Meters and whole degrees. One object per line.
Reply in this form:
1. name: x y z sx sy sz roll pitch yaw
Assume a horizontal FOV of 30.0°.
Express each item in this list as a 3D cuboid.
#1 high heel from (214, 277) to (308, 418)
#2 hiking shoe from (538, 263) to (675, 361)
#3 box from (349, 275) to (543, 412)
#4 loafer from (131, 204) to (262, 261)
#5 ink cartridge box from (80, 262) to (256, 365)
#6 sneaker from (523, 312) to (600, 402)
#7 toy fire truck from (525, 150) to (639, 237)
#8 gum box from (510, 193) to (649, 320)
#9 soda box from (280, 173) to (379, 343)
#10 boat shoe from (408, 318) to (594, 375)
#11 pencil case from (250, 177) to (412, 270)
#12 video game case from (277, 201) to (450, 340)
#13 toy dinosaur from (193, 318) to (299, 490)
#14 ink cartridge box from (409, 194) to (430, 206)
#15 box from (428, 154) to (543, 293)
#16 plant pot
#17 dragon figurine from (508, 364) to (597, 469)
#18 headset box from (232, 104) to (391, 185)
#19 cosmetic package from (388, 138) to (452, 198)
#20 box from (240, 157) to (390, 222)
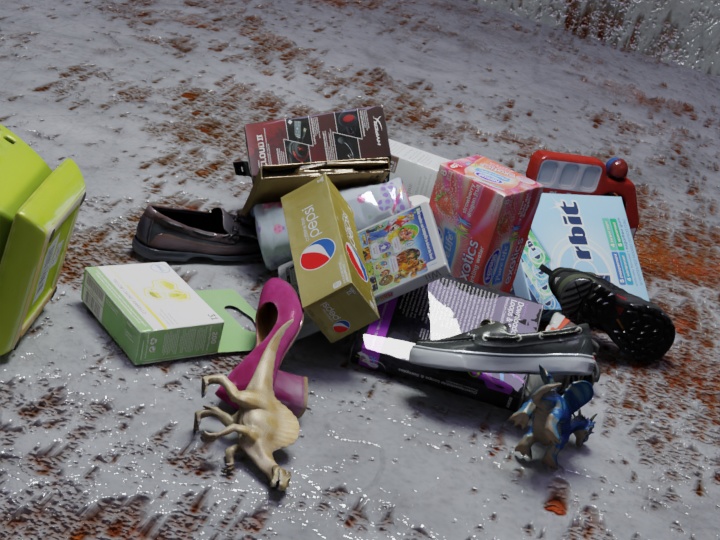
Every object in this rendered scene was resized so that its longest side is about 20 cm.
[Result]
1. high heel: -0.113 0.072 1.416 0.096 0.067 0.200 16 43 -23
2. hiking shoe: 0.316 0.043 1.697 0.200 0.076 0.101 31 15 -30
3. box: 0.101 0.071 1.542 0.199 0.036 0.143 16 50 5
4. loafer: -0.187 -0.051 1.672 0.199 0.063 0.072 -4 30 -39
5. ink cartridge box: -0.189 0.042 1.489 0.199 0.048 0.145 -6 31 -36
6. sneaker: 0.243 0.107 1.571 0.082 0.077 0.200 26 25 9
7. toy fire truck: 0.313 -0.084 1.916 0.199 0.169 0.112 4 26 -23
8. gum box: 0.279 -0.018 1.788 0.199 0.045 0.171 1 66 -28
9. soda box: -0.036 -0.017 1.516 0.068 0.064 0.200 52 15 -39
10. boat shoe: 0.153 0.082 1.455 0.199 0.057 0.069 2 -7 4
11. pencil case: -0.033 -0.057 1.660 0.199 0.083 0.091 -12 -14 3
12. video game case: 0.000 0.000 1.561 0.199 0.018 0.143 -24 32 8
13. toy dinosaur: -0.107 0.136 1.302 0.101 0.058 0.201 8 47 -15
14. ink cartridge box: 0.061 -0.036 1.785 0.117 0.068 0.200 28 27 28
15. box: 0.133 -0.028 1.642 0.102 0.201 0.095 30 27 30
16. plant pot: -0.396 -0.035 1.358 0.181 0.201 0.199 21 23 -4
17. dragon figurine: 0.203 0.137 1.394 0.059 0.200 0.100 19 59 26
18. headset box: -0.064 -0.141 1.739 0.199 0.075 0.149 -9 -15 -2
19. cosmetic package: 0.039 -0.132 1.946 0.199 0.102 0.074 19 22 11
20. box: -0.063 -0.096 1.709 0.163 0.021 0.200 -5 -14 -14
